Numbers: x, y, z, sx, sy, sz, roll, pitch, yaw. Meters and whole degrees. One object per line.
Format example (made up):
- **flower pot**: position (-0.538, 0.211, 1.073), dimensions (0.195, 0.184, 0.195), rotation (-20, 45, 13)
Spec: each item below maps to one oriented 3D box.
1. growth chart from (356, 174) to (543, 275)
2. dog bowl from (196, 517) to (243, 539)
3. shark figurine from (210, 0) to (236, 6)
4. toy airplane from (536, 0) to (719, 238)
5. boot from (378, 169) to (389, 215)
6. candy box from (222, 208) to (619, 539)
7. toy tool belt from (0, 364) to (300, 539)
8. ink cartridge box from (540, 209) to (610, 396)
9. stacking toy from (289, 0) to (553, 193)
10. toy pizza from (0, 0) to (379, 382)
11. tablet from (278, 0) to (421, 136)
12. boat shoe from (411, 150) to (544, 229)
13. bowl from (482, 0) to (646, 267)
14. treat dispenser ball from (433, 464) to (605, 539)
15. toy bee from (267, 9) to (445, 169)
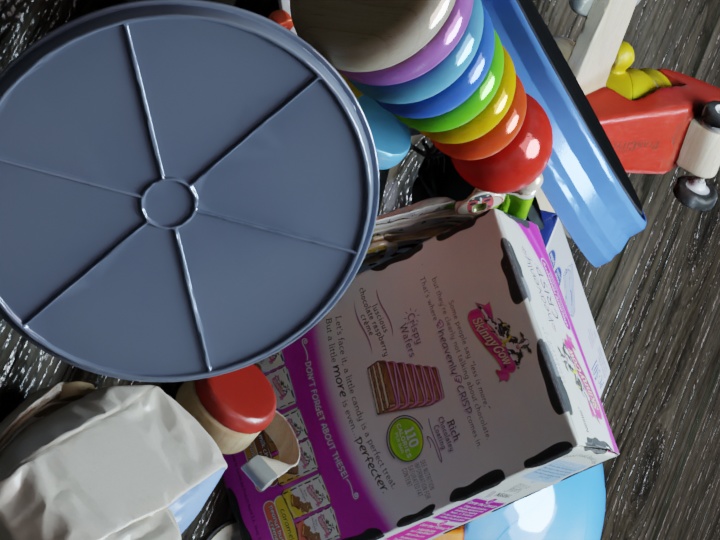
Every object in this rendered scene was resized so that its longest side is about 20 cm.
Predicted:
- **growth chart**: position (0.000, 0.000, 1.573), dimensions (0.145, 0.199, 0.018), rotation (87, -15, -71)
- **dog bowl**: position (-0.067, 0.238, 1.570), dimensions (0.200, 0.073, 0.201), rotation (44, 36, -44)
- **shark figurine**: position (-0.075, -0.138, 1.466), dimensions (0.090, 0.127, 0.216), rotation (56, 24, -48)
- **toy airplane**: position (0.142, -0.106, 1.954), dimensions (0.200, 0.141, 0.199), rotation (-38, 138, -1)
- **boot**: position (-0.002, -0.056, 1.691), dimensions (0.203, 0.073, 0.155), rotation (-36, 136, -51)
- **candy box**: position (0.021, 0.072, 1.553), dimensions (0.061, 0.199, 0.137), rotation (16, 52, -61)
- **toy tool belt**: position (-0.131, 0.120, 1.455), dimensions (0.123, 0.125, 0.200), rotation (-48, 172, 35)
- **ink cartridge box**: position (0.100, 0.025, 1.938), dimensions (0.044, 0.093, 0.200), rotation (-66, 154, -25)
- **stacking toy**: position (0.044, -0.096, 1.428), dimensions (0.200, 0.085, 0.086), rotation (43, 62, -55)
- **toy pizza**: position (-0.090, -0.038, 1.374), dimensions (0.032, 0.199, 0.201), rotation (-103, -170, -60)
- **tablet**: position (-0.004, -0.168, 1.596), dimensions (0.130, 0.014, 0.202), rotation (-16, 98, -51)
- **boat shoe**: position (0.061, -0.045, 1.673), dimensions (0.199, 0.066, 0.075), rotation (-15, 80, -87)
- **bowl**: position (0.097, -0.099, 1.621), dimensions (0.201, 0.039, 0.201), rotation (59, 8, -13)
- **treat dispenser ball**: position (0.044, 0.131, 1.723), dimensions (0.201, 0.200, 0.202), rotation (-43, 139, -53)
- **toy bee**: position (-0.031, -0.075, 1.504), dimensions (0.131, 0.109, 0.200), rotation (-45, 173, 13)
